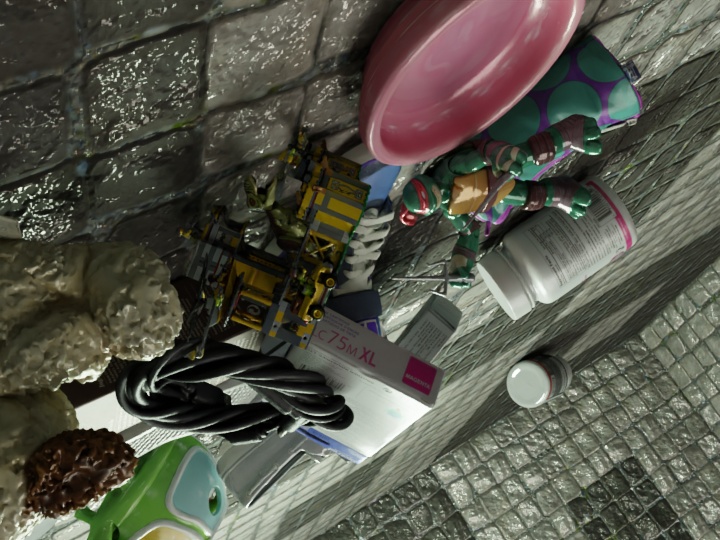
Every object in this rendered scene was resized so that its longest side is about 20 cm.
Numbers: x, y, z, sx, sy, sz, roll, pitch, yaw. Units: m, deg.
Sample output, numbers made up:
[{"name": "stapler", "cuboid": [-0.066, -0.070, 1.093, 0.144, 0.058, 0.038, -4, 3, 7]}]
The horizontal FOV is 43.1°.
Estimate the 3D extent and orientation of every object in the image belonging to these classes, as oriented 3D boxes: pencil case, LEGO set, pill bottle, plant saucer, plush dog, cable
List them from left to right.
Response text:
[{"name": "plush dog", "cuboid": [-0.216, 0.077, 0.543, 0.198, 0.175, 0.160, -20, 157, 31]}, {"name": "cable", "cuboid": [-0.094, 0.101, 0.703, 0.160, 0.052, 0.200, 1, 157, 18]}, {"name": "LEGO set", "cuboid": [-0.071, -0.033, 0.651, 0.200, 0.114, 0.156, -89, -158, -71]}, {"name": "plant saucer", "cuboid": [0.076, -0.164, 0.686, 0.199, 0.051, 0.201, -32, 162, -12]}, {"name": "pencil case", "cuboid": [0.172, -0.130, 0.869, 0.199, 0.093, 0.085, -37, 176, 12]}, {"name": "pill bottle", "cuboid": [0.458, 0.276, 2.311, 0.116, 0.117, 0.199, -44, 160, 26]}, {"name": "pill bottle", "cuboid": [0.265, -0.028, 1.242, 0.199, 0.114, 0.113, -34, 162, 0]}]

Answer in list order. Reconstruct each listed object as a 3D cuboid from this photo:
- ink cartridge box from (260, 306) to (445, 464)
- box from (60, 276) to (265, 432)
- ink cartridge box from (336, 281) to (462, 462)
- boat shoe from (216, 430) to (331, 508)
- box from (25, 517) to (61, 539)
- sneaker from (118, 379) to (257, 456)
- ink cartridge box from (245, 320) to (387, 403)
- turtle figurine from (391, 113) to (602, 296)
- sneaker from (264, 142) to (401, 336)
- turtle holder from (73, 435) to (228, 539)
[{"name": "ink cartridge box", "cuboid": [-0.017, 0.105, 0.789, 0.042, 0.118, 0.200, -64, -176, -32]}, {"name": "box", "cuboid": [-0.183, 0.075, 0.785, 0.198, 0.075, 0.101, -26, 160, -31]}, {"name": "ink cartridge box", "cuboid": [0.045, 0.113, 1.074, 0.201, 0.043, 0.174, -52, 176, 14]}, {"name": "boat shoe", "cuboid": [-0.060, 0.175, 0.971, 0.199, 0.069, 0.072, -35, 163, -9]}, {"name": "box", "cuboid": [-0.337, 0.216, 0.894, 0.200, 0.049, 0.158, -43, 160, 22]}, {"name": "sneaker", "cuboid": [-0.189, 0.119, 0.863, 0.198, 0.080, 0.079, -20, 152, -34]}, {"name": "ink cartridge box", "cuboid": [-0.073, 0.096, 1.003, 0.199, 0.085, 0.146, -35, 162, -5]}, {"name": "turtle figurine", "cuboid": [0.109, -0.068, 0.781, 0.197, 0.102, 0.151, -18, 150, -20]}, {"name": "sneaker", "cuboid": [0.000, 0.000, 0.796, 0.080, 0.148, 0.200, -9, 150, -52]}, {"name": "turtle holder", "cuboid": [-0.216, 0.253, 0.973, 0.141, 0.131, 0.186, -49, -168, 10]}]
